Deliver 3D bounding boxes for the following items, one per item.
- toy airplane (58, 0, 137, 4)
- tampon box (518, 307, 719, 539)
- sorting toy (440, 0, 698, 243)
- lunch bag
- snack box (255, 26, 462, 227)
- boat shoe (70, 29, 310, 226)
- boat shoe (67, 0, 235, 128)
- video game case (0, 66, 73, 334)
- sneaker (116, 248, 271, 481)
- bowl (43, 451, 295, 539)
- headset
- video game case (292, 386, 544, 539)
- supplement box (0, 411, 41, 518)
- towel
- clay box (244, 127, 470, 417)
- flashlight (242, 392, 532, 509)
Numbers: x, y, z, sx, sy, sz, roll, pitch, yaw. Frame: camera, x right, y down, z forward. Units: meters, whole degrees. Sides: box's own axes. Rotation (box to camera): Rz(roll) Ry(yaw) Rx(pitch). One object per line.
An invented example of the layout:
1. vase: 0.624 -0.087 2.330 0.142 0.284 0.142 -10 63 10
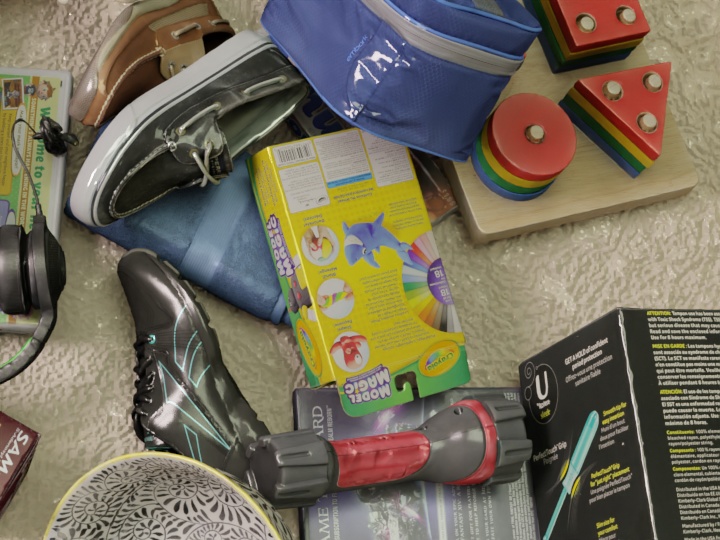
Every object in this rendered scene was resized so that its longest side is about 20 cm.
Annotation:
1. toy airplane: -0.251 -0.267 1.477 0.199 0.141 0.200 0 51 1
2. tampon box: 0.212 0.142 1.437 0.126 0.150 0.201 2 71 -25
3. sorting toy: 0.152 -0.142 1.560 0.199 0.070 0.199 -13 73 -23
4. lunch bag: 0.029 -0.189 1.460 0.136 0.133 0.200 14 27 -40
5. snack box: -0.010 -0.110 1.546 0.072 0.024 0.200 -34 82 -23
6. boat shoe: -0.116 -0.095 1.419 0.071 0.072 0.200 36 66 23
7. boat shoe: -0.145 -0.153 1.462 0.072 0.076 0.200 34 36 1
8. video game case: -0.304 -0.055 1.446 0.181 0.022 0.201 3 70 -4
9. sneaker: -0.130 0.079 1.424 0.079 0.075 0.200 -26 82 -15
10. bowl: -0.108 0.212 1.358 0.201 0.201 0.094 56 25 8
11. headset: -0.255 -0.014 1.399 0.123 0.094 0.200 24 85 -1
12. video game case: 0.052 0.155 1.474 0.199 0.019 0.143 0 71 -13
13. supplement box: -0.318 0.096 1.356 0.200 0.109 0.061 31 67 -3
14. towel: -0.111 -0.042 1.486 0.200 0.049 0.112 28 68 -4
15. clay box: 0.000 0.000 1.454 0.115 0.048 0.201 -14 87 -29
16. flashlight: 0.022 0.127 1.410 0.199 0.068 0.068 -4 109 -30
